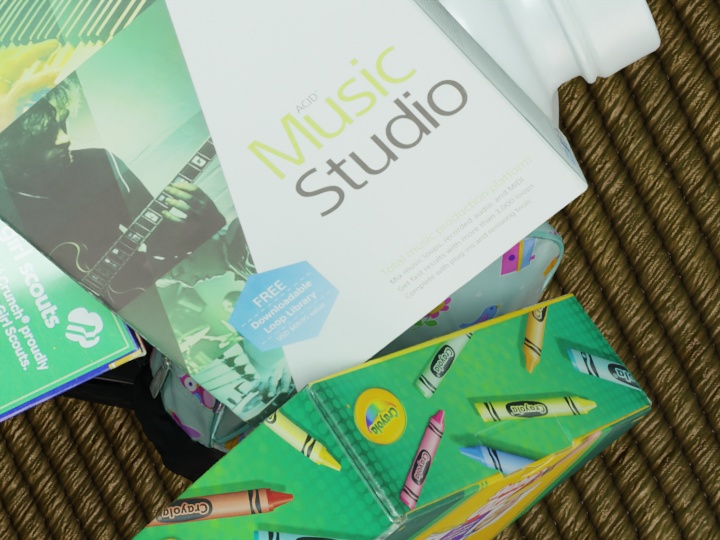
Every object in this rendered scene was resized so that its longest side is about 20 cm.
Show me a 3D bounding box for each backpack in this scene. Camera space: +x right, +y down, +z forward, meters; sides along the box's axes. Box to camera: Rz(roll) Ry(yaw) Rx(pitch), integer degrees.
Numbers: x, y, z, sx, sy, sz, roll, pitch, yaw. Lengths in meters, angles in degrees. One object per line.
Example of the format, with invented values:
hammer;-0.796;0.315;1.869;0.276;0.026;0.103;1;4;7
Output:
backpack;0.000;0.000;0.998;0.166;0.127;0.201;-15;147;-33

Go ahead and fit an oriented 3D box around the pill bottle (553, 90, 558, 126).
pill bottle;-0.007;-0.063;1.191;0.199;0.114;0.113;6;-173;12

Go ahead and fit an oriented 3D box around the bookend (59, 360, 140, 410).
bookend;-0.142;0.024;1.256;0.199;0.093;0.199;9;177;20

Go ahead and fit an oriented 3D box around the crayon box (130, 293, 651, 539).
crayon box;0.010;0.078;0.881;0.119;0.058;0.200;-42;166;30

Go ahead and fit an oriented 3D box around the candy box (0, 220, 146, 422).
candy box;-0.186;0.022;0.886;0.199;0.077;0.169;-27;-165;-3

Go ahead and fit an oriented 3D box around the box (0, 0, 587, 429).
box;-0.040;-0.048;0.766;0.144;0.200;0.036;-38;-145;13

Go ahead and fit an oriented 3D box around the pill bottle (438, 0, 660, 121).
pill bottle;-0.001;-0.069;0.855;0.199;0.112;0.111;-27;180;5
